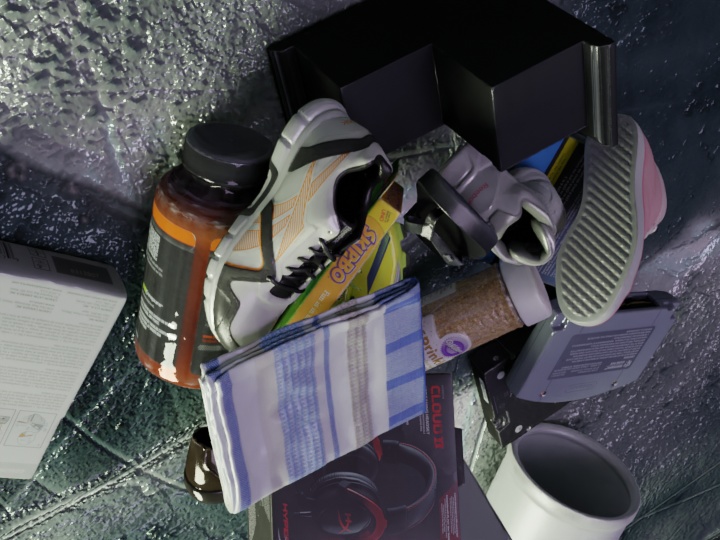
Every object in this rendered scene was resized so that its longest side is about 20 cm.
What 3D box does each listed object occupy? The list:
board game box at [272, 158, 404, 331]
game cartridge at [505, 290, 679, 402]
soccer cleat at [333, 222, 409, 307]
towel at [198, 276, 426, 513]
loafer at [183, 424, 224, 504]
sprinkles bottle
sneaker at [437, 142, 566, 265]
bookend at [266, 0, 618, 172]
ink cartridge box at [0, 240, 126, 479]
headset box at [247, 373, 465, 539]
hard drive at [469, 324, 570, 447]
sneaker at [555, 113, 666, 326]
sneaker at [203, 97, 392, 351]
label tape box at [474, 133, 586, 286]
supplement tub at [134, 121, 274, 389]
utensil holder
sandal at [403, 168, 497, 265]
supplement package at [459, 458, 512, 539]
[{"bbox_3d":[-0.022,0.002,0.870,0.030,0.096,0.201,33,105,-6],"label":"board game box"},{"bbox_3d":[0.253,0.086,1.187,0.197,0.041,0.135,-2,127,-36],"label":"game cartridge"},{"bbox_3d":[0.000,0.001,0.957,0.082,0.065,0.204,-17,108,-14],"label":"soccer cleat"},{"bbox_3d":[-0.030,0.098,0.846,0.197,0.024,0.149,-23,127,-25],"label":"towel"},{"bbox_3d":[-0.069,0.150,0.987,0.197,0.073,0.072,-20,132,-19],"label":"loafer"},{"bbox_3d":[0.083,0.051,1.036,0.197,0.069,0.068,-25,137,14],"label":"sprinkles bottle"},{"bbox_3d":[0.136,-0.039,0.928,0.078,0.100,0.199,-46,152,20],"label":"sneaker"},{"bbox_3d":[0.062,-0.138,0.838,0.197,0.200,0.093,-28,134,-15],"label":"bookend"},{"bbox_3d":[-0.299,0.071,0.851,0.161,0.057,0.201,13,121,-41],"label":"ink cartridge box"},{"bbox_3d":[0.002,0.168,0.944,0.196,0.075,0.152,1,82,-23],"label":"headset box"},{"bbox_3d":[0.223,0.100,1.239,0.198,0.038,0.141,-31,134,-11],"label":"hard drive"},{"bbox_3d":[0.238,-0.032,0.992,0.104,0.074,0.204,39,59,-51],"label":"sneaker"},{"bbox_3d":[-0.048,-0.022,0.786,0.073,0.080,0.202,7,114,-54],"label":"sneaker"},{"bbox_3d":[0.187,-0.068,1.073,0.198,0.063,0.146,16,111,-39],"label":"label tape box"},{"bbox_3d":[-0.120,-0.013,0.867,0.105,0.107,0.203,-5,125,-32],"label":"supplement tub"},{"bbox_3d":[0.220,0.316,1.308,0.168,0.170,0.202,2,123,-35],"label":"utensil holder"},{"bbox_3d":[0.064,-0.029,0.858,0.043,0.076,0.200,-45,176,-6],"label":"sandal"},{"bbox_3d":[0.027,0.234,1.067,0.154,0.202,0.112,-19,150,-23],"label":"supplement package"}]
